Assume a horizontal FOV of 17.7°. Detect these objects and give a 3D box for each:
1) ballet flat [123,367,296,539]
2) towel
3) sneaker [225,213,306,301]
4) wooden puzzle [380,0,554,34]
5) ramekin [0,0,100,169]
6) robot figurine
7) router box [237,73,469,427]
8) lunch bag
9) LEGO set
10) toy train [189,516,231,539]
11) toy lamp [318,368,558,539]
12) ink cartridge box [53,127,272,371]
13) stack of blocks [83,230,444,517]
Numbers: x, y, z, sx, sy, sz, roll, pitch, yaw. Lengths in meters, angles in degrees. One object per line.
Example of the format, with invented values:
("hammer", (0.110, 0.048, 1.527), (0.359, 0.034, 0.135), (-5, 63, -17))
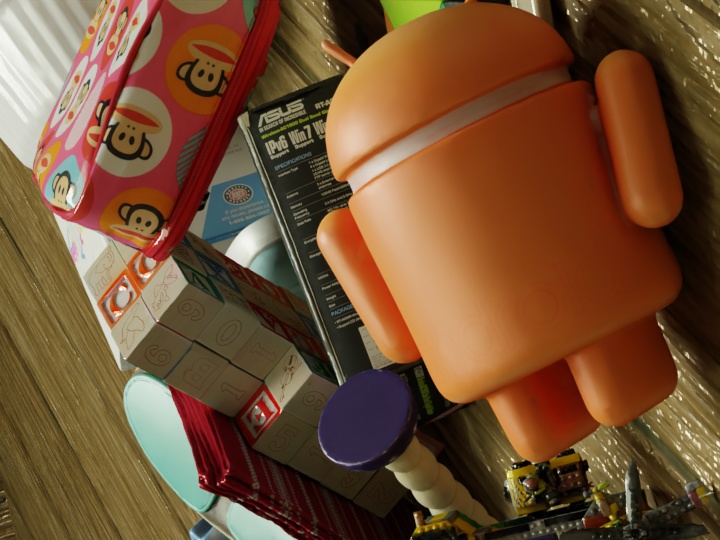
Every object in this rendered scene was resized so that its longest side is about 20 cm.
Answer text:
("ballet flat", (-0.066, 0.131, 1.408), (0.200, 0.062, 0.068), (47, 125, 22))
("towel", (-0.025, 0.132, 1.345), (0.200, 0.023, 0.145), (35, -168, -26))
("sneaker", (-0.034, 0.039, 1.454), (0.082, 0.074, 0.200), (54, 166, 29))
("wooden puzzle", (0.054, -0.063, 1.094), (0.185, 0.037, 0.201), (-161, 54, -70))
("ramekin", (-0.155, -0.140, 1.444), (0.095, 0.202, 0.202), (57, 161, 12))
("robot figurine", (0.060, -0.025, 0.961), (0.201, 0.116, 0.144), (63, 157, 4))
("router box", (0.000, 0.000, 1.210), (0.200, 0.062, 0.151), (70, 178, -78))
("lunch bag", (-0.107, -0.107, 1.223), (0.177, 0.082, 0.200), (-67, 16, 6))
("LEGO set", (0.090, 0.185, 1.026), (0.116, 0.153, 0.202), (-9, -88, -80))
("toy train", (-0.019, 0.212, 1.450), (0.200, 0.087, 0.114), (39, 163, 22))
("toy lamp", (0.050, 0.122, 1.142), (0.200, 0.058, 0.058), (45, -173, -43))
("ink cartridge box", (-0.140, -0.060, 1.584), (0.126, 0.128, 0.201), (96, 153, -55))
("stack of blocks", (-0.055, 0.054, 1.336), (0.200, 0.059, 0.115), (32, -167, -38))
